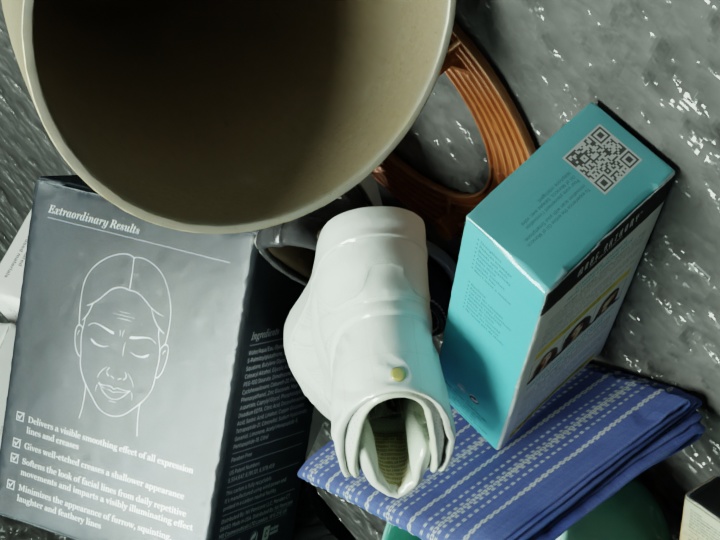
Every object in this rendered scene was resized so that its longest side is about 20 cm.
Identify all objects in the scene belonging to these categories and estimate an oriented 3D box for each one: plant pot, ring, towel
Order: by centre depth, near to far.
[{"bbox_3d":[-0.085,-0.139,0.786,0.200,0.187,0.188,42,165,55],"label":"plant pot"},{"bbox_3d":[0.014,-0.085,0.885,0.200,0.019,0.201,42,160,19],"label":"ring"},{"bbox_3d":[0.069,0.092,0.920,0.200,0.145,0.024,15,134,60],"label":"towel"}]

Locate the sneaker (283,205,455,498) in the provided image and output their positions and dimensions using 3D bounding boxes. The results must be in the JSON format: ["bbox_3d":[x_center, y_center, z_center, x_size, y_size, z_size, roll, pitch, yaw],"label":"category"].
[{"bbox_3d":[0.002,0.065,0.884,0.200,0.073,0.116,95,170,-63],"label":"sneaker"}]

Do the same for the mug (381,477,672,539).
[{"bbox_3d":[0.103,0.154,0.985,0.114,0.186,0.152,27,162,-32],"label":"mug"}]

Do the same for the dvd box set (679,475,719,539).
[{"bbox_3d":[0.221,0.222,0.916,0.146,0.029,0.201,33,136,41],"label":"dvd box set"}]

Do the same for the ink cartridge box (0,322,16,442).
[{"bbox_3d":[-0.192,0.117,1.196,0.200,0.086,0.147,34,162,-24],"label":"ink cartridge box"}]

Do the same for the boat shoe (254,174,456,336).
[{"bbox_3d":[0.000,0.000,0.946,0.074,0.061,0.200,0,156,21],"label":"boat shoe"}]

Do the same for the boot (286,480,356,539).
[{"bbox_3d":[-0.010,0.208,1.110,0.200,0.076,0.168,41,171,49],"label":"boot"}]

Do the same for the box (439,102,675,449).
[{"bbox_3d":[0.084,0.010,0.820,0.049,0.082,0.200,43,161,16],"label":"box"}]

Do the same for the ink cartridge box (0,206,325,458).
[{"bbox_3d":[-0.123,0.041,1.168,0.199,0.085,0.145,20,161,21],"label":"ink cartridge box"}]

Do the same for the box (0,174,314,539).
[{"bbox_3d":[-0.111,0.055,1.016,0.148,0.201,0.107,14,-169,24],"label":"box"}]
